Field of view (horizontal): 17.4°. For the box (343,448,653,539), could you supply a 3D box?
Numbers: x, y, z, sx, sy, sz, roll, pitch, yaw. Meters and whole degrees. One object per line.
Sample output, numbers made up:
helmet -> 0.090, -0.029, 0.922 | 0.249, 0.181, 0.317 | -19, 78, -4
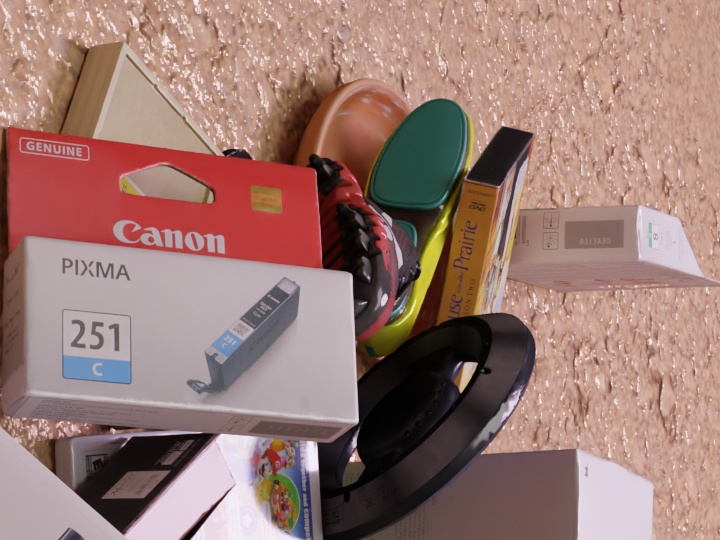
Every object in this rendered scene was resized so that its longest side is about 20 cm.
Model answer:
box -> 0.084, 0.184, 1.605 | 0.124, 0.199, 0.098 | 26, 62, -55

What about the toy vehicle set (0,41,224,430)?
toy vehicle set -> -0.145, -0.021, 1.413 | 0.124, 0.026, 0.201 | 50, 44, -45

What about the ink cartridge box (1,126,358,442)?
ink cartridge box -> -0.102, 0.002, 1.337 | 0.199, 0.045, 0.177 | 6, 67, -23

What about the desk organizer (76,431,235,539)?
desk organizer -> -0.142, 0.178, 1.302 | 0.200, 0.071, 0.077 | -46, 120, -43

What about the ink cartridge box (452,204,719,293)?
ink cartridge box -> 0.187, -0.016, 1.863 | 0.200, 0.160, 0.050 | 9, 81, -59

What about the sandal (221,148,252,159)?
sandal -> -0.084, 0.015, 1.495 | 0.075, 0.045, 0.201 | 45, 47, -48

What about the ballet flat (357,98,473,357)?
ballet flat -> 0.031, -0.026, 1.629 | 0.067, 0.066, 0.201 | 79, 25, -54

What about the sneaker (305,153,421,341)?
sneaker -> 0.000, 0.000, 1.490 | 0.098, 0.071, 0.201 | 44, 9, -23

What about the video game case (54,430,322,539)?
video game case -> -0.098, 0.167, 1.422 | 0.199, 0.018, 0.144 | 0, 85, -46

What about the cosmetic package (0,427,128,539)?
cosmetic package -> -0.172, 0.148, 1.199 | 0.200, 0.051, 0.083 | 41, 45, -3

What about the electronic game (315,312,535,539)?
electronic game -> 0.033, 0.102, 1.538 | 0.042, 0.199, 0.200 | 49, 41, -18

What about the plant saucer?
plant saucer -> 0.004, -0.034, 1.668 | 0.200, 0.037, 0.202 | 18, 69, -57

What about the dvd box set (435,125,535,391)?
dvd box set -> 0.083, 0.010, 1.701 | 0.146, 0.029, 0.201 | -51, 153, -67
